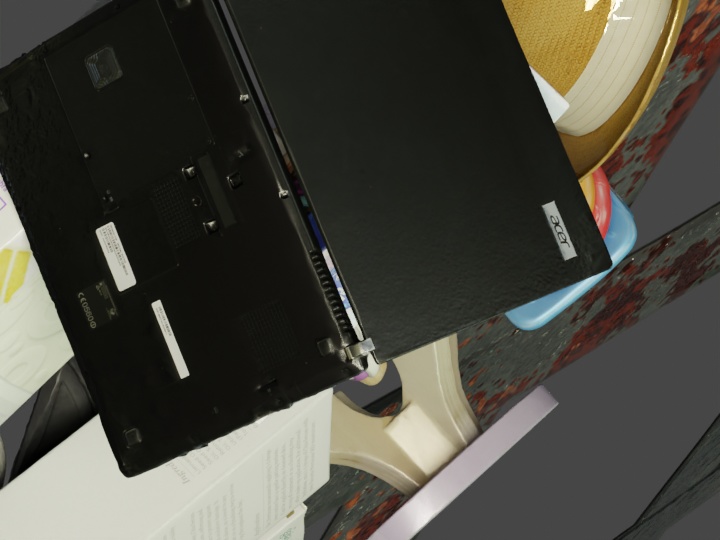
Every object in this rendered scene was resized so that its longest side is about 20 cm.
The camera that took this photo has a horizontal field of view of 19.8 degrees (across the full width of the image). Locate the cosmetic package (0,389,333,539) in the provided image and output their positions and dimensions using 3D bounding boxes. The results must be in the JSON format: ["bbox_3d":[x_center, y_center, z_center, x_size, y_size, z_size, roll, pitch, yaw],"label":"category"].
[{"bbox_3d":[-0.108,0.119,1.029,0.200,0.071,0.102,-38,156,-24],"label":"cosmetic package"}]

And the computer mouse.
[{"bbox_3d":[-0.161,0.100,1.108,0.141,0.046,0.201,-87,-163,-66],"label":"computer mouse"}]

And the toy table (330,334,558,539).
[{"bbox_3d":[0.038,0.109,1.457,0.184,0.117,0.200,-47,173,36],"label":"toy table"}]

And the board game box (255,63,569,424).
[{"bbox_3d":[-0.008,-0.049,0.988,0.200,0.041,0.200,-46,-157,7],"label":"board game box"}]

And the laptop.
[{"bbox_3d":[-0.031,-0.038,0.849,0.199,0.179,0.103,-26,174,27],"label":"laptop"}]

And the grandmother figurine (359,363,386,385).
[{"bbox_3d":[-0.048,0.052,1.296,0.199,0.060,0.122,-3,117,-58],"label":"grandmother figurine"}]

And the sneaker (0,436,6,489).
[{"bbox_3d":[-0.252,0.154,1.094,0.201,0.075,0.089,-59,-169,7],"label":"sneaker"}]

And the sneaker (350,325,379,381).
[{"bbox_3d":[0.000,0.000,1.090,0.100,0.074,0.200,-63,-173,-14],"label":"sneaker"}]

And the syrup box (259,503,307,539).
[{"bbox_3d":[-0.135,0.204,1.401,0.199,0.082,0.079,-37,163,-18],"label":"syrup box"}]

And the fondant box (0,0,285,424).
[{"bbox_3d":[-0.137,-0.025,0.935,0.200,0.058,0.144,-45,162,0],"label":"fondant box"}]

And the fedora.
[{"bbox_3d":[0.098,-0.141,1.066,0.081,0.202,0.201,13,134,-19],"label":"fedora"}]

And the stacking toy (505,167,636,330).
[{"bbox_3d":[0.087,-0.061,1.285,0.110,0.116,0.200,-41,148,3],"label":"stacking toy"}]
